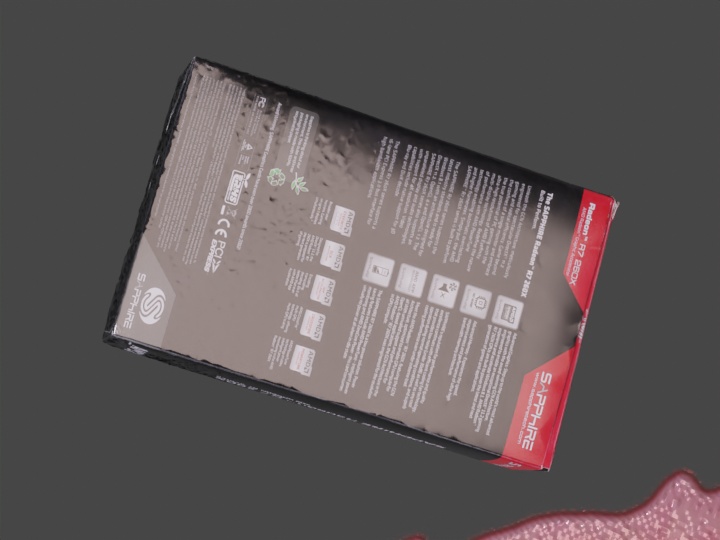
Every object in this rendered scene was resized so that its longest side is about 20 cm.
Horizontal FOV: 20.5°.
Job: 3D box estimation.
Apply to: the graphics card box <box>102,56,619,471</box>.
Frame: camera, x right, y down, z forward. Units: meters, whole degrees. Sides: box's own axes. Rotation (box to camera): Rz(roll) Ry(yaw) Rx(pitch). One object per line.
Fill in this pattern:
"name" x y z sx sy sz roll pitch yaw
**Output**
"graphics card box" 0.000 0.000 0.860 0.198 0.051 0.127 17 82 -12
